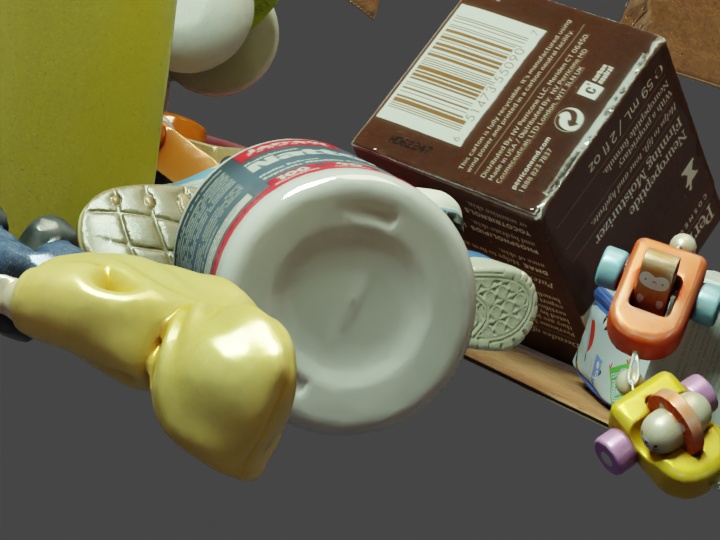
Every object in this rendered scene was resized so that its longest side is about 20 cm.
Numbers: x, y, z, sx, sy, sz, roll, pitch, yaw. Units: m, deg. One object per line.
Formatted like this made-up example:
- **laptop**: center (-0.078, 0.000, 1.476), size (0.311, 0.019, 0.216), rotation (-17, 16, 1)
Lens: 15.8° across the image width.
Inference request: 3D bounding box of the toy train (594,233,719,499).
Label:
- **toy train**: center (0.202, 0.054, 1.345), size (0.199, 0.151, 0.056), rotation (24, -29, 13)

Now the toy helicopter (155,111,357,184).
- **toy helicopter**: center (-0.087, -0.066, 1.546), size (0.199, 0.079, 0.132), rotation (4, -18, 29)

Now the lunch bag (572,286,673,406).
- **lunch bag**: center (0.246, 0.075, 1.689), size (0.199, 0.076, 0.160), rotation (17, 7, -13)

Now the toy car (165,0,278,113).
- **toy car**: center (-0.153, -0.171, 1.673), size (0.151, 0.199, 0.175), rotation (63, 5, 7)

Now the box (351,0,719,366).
- **box**: center (0.127, -0.064, 1.798), size (0.164, 0.166, 0.200), rotation (22, -25, 34)

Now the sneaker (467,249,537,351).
- **sneaker**: center (0.000, 0.001, 1.561), size (0.199, 0.077, 0.111), rotation (9, 5, -35)

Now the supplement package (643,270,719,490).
- **supplement package**: center (0.263, 0.083, 1.443), size (0.199, 0.110, 0.114), rotation (20, 6, 16)

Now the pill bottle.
- **pill bottle**: center (-0.026, 0.000, 1.221), size (0.119, 0.120, 0.200), rotation (17, 5, -15)

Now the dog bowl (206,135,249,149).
- **dog bowl**: center (-0.060, -0.035, 1.729), size (0.199, 0.074, 0.200), rotation (18, 5, -2)

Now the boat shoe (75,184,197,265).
- **boat shoe**: center (-0.060, 0.009, 1.368), size (0.199, 0.072, 0.068), rotation (13, -27, -20)

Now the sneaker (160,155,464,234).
- **sneaker**: center (-0.042, -0.034, 1.436), size (0.199, 0.073, 0.072), rotation (-2, -26, 8)

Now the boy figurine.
- **boy figurine**: center (-0.087, 0.026, 1.034), size (0.124, 0.065, 0.200), rotation (14, 8, -46)

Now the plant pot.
- **plant pot**: center (-0.218, -0.114, 1.417), size (0.176, 0.201, 0.200), rotation (4, 11, -23)
